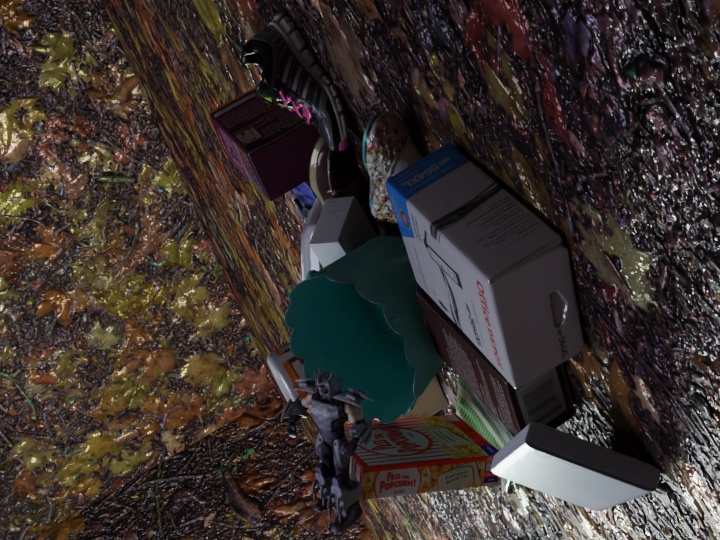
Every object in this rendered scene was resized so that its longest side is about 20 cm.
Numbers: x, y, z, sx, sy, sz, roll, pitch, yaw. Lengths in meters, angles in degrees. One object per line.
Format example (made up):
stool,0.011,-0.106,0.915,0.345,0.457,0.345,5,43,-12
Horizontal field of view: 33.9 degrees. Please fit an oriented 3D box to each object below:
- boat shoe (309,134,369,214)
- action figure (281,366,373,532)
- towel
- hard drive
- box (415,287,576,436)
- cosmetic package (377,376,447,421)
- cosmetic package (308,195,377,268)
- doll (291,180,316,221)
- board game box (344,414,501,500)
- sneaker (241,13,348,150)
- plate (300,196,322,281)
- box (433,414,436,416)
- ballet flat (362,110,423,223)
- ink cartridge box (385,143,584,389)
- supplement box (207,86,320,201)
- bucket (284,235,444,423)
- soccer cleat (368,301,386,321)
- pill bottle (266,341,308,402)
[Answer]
boat shoe,-0.018,-0.104,1.594,0.071,0.072,0.202,20,140,25
action figure,-0.035,0.209,1.436,0.129,0.069,0.203,17,121,46
towel,0.169,0.206,1.580,0.153,0.023,0.201,56,168,29
hard drive,0.211,0.203,1.193,0.130,0.027,0.200,20,162,3
box,0.145,0.088,1.281,0.200,0.074,0.101,45,161,51
cosmetic package,0.044,0.136,1.764,0.073,0.103,0.202,38,155,60
cosmetic package,0.000,0.000,1.587,0.201,0.050,0.083,60,-145,-41
doll,-0.078,-0.099,1.875,0.136,0.048,0.201,29,154,53
board game box,0.068,0.246,1.569,0.151,0.197,0.047,-146,56,-65
sneaker,-0.086,-0.227,1.503,0.201,0.087,0.074,59,168,11
plate,-0.062,-0.002,1.729,0.200,0.032,0.203,-82,-10,-69
box,0.106,0.264,1.969,0.201,0.036,0.144,60,169,4
ballet flat,0.043,-0.111,1.308,0.063,0.076,0.200,25,163,13
ink cartridge box,0.118,-0.007,1.134,0.200,0.084,0.147,49,163,49
supplement box,-0.137,-0.195,1.751,0.200,0.110,0.086,45,161,56
bucket,0.021,0.067,1.442,0.206,0.135,0.209,24,132,29
soccer cleat,0.078,0.084,1.590,0.077,0.070,0.201,1,145,28
pill bottle,-0.040,0.137,1.889,0.115,0.198,0.114,57,169,18
